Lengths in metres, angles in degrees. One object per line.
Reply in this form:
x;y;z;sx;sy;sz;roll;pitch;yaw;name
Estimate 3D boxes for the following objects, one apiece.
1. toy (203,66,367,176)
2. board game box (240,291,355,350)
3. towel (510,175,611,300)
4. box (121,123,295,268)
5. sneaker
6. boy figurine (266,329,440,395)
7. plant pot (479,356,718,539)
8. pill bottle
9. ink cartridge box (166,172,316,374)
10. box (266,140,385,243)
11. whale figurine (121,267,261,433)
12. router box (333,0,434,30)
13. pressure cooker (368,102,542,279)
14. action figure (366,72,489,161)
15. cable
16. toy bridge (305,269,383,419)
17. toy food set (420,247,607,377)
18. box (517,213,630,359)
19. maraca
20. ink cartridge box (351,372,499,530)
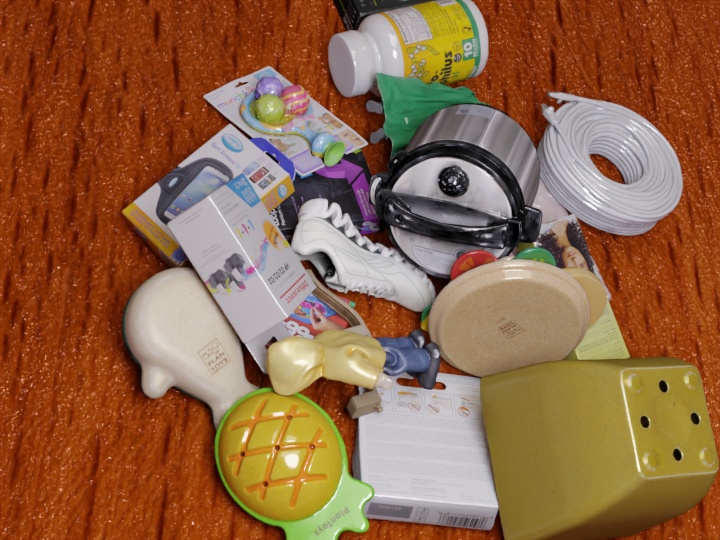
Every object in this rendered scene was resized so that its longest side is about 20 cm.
-0.095;-0.206;1.785;0.115;0.047;0.200;-29;58;-33;toy
-0.114;0.044;1.669;0.198;0.020;0.104;22;57;0;board game box
0.199;-0.023;1.784;0.189;0.032;0.201;-13;62;-21;towel
-0.174;-0.091;1.681;0.200;0.042;0.119;-42;60;-14;box
0.000;0.000;1.676;0.199;0.075;0.082;33;54;-14;sneaker
-0.008;0.103;1.550;0.198;0.065;0.124;-3;22;-29;boy figurine
0.276;0.185;1.525;0.194;0.200;0.196;1;72;-32;plant pot
0.062;-0.294;1.869;0.198;0.113;0.113;-16;64;-23;pill bottle
-0.120;0.002;1.572;0.201;0.067;0.115;58;22;-7;ink cartridge box
-0.080;-0.100;1.749;0.198;0.036;0.144;-9;54;-17;box
-0.188;0.095;1.587;0.159;0.104;0.201;-40;98;-27;whale figurine
0.027;-0.424;1.972;0.148;0.062;0.201;-12;62;-20;router box
0.115;-0.089;1.654;0.179;0.175;0.200;53;28;-14;pressure cooker
0.097;-0.205;1.843;0.199;0.054;0.120;-10;98;-38;action figure
0.329;-0.137;1.854;0.198;0.069;0.202;5;55;-23;cable
-0.021;0.083;1.638;0.067;0.027;0.201;-14;60;-29;toy bridge
0.173;0.051;1.633;0.197;0.200;0.049;24;38;-24;toy food set
0.260;0.038;1.713;0.075;0.050;0.202;-19;85;-22;box
-0.073;0.219;1.516;0.137;0.107;0.200;-39;75;-7;maraca
0.070;0.202;1.616;0.160;0.050;0.201;7;39;-9;ink cartridge box
